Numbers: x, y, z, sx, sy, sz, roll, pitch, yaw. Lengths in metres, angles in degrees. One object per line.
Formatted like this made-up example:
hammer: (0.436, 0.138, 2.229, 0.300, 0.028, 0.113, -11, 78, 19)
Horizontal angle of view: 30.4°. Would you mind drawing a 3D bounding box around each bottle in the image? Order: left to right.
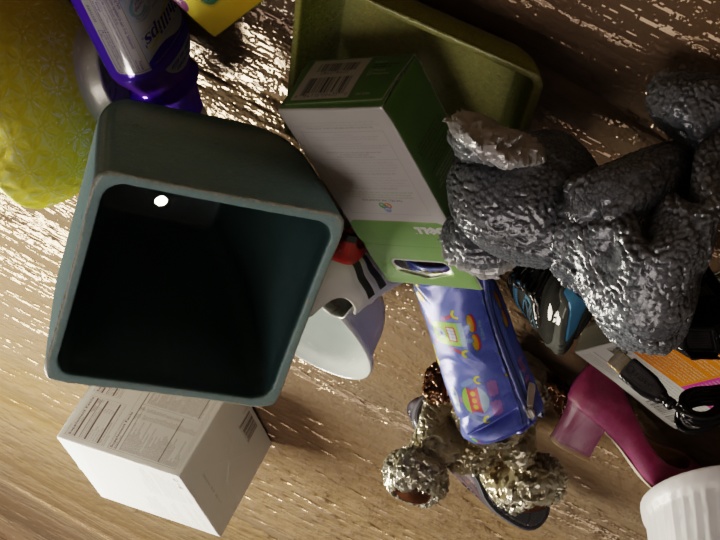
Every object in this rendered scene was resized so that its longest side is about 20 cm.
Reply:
bottle: (-0.185, -0.198, 1.123, 0.065, 0.084, 0.201, 6, 141, 25)

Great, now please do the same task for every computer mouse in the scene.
computer mouse: (0.230, 0.047, 1.000, 0.200, 0.139, 0.046, 52, 147, 35)

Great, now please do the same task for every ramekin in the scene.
ramekin: (0.365, 0.265, 1.239, 0.198, 0.099, 0.201, 4, 149, 2)

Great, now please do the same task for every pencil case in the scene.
pencil case: (0.105, 0.061, 1.179, 0.086, 0.078, 0.201, 5, 122, 47)

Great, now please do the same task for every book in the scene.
book: (0.297, 0.076, 1.142, 0.133, 0.048, 0.200, 37, 150, -16)

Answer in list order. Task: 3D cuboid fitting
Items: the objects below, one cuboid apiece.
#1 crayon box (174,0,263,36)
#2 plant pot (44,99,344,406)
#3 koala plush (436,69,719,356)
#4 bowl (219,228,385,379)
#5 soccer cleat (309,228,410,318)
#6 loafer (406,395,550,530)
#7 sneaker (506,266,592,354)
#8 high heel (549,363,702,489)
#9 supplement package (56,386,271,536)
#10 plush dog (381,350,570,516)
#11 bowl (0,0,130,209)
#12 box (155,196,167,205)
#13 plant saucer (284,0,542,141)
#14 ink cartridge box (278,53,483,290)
crayon box: (-0.127, -0.287, 0.970, 0.200, 0.059, 0.172, 42, 146, -19)
plant pot: (-0.147, -0.036, 1.096, 0.194, 0.201, 0.197, 10, 123, -20)
koala plush: (0.149, -0.044, 0.938, 0.198, 0.185, 0.178, 15, 146, 10)
bowl: (-0.048, 0.008, 1.279, 0.200, 0.091, 0.202, 31, 158, 14)
soccer cleat: (0.000, 0.000, 1.172, 0.068, 0.086, 0.200, 28, -167, 23)
loafer: (0.130, 0.207, 1.468, 0.200, 0.072, 0.063, 44, 167, -11)
sneaker: (0.156, 0.021, 1.102, 0.082, 0.073, 0.200, 38, 177, 7)
high heel: (0.282, 0.154, 1.277, 0.199, 0.097, 0.067, 24, -167, -15)
supplement package: (-0.251, 0.220, 1.718, 0.198, 0.151, 0.152, 12, 145, 28)
plush dog: (0.127, 0.139, 1.323, 0.198, 0.162, 0.172, 9, 139, -19)
bowl: (-0.260, -0.163, 1.166, 0.107, 0.201, 0.201, -11, 135, 16)
box: (-0.230, -0.106, 1.339, 0.119, 0.042, 0.200, 41, 150, -16)
plant saucer: (0.042, -0.142, 1.042, 0.198, 0.048, 0.201, 26, 149, 9)
ink cartridge box: (0.030, -0.075, 1.044, 0.103, 0.060, 0.201, 4, 140, 38)
